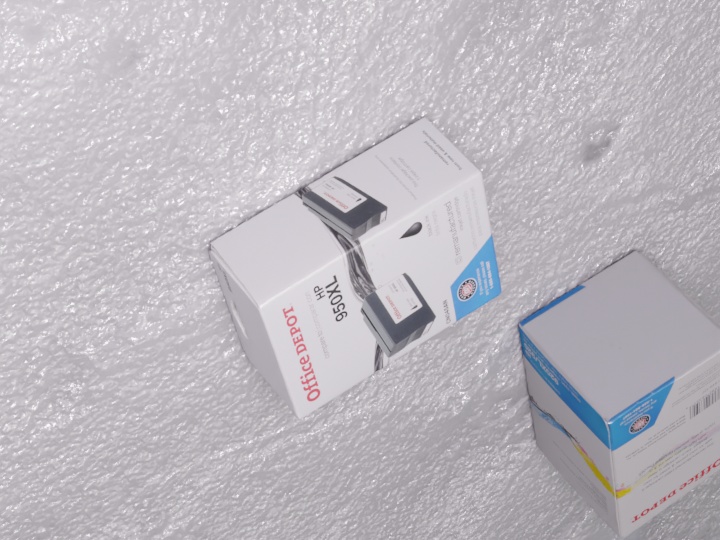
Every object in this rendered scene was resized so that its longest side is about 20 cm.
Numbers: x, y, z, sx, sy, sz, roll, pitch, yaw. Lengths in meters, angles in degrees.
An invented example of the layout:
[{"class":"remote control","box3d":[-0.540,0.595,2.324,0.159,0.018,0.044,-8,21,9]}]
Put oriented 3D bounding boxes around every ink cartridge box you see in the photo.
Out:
[{"class":"ink cartridge box","box3d":[0.000,0.000,1.164,0.199,0.084,0.145,-31,139,-13]},{"class":"ink cartridge box","box3d":[0.255,0.120,1.440,0.147,0.145,0.201,-30,140,-14]}]
